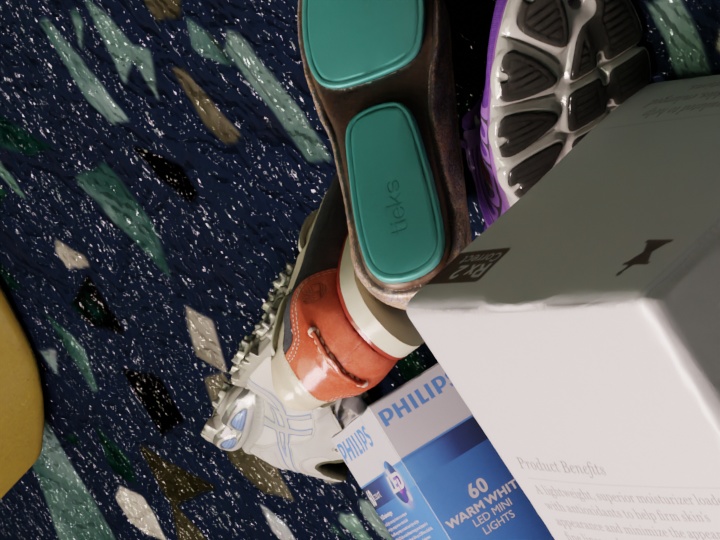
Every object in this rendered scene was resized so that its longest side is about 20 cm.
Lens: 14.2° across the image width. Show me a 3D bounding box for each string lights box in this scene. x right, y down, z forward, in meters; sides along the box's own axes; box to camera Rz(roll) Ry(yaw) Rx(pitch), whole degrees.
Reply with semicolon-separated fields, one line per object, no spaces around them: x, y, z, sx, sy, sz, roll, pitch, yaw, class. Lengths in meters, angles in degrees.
0.068;0.150;1.512;0.200;0.059;0.103;58;164;4;string lights box

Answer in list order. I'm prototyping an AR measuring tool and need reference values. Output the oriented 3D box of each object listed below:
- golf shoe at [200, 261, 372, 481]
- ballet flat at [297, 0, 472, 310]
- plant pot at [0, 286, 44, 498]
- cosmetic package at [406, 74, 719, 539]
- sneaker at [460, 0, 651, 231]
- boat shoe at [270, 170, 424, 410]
-0.023;0.059;1.593;0.097;0.078;0.200;29;158;2;golf shoe
0.014;-0.072;1.274;0.068;0.200;0.067;-11;159;17;ballet flat
-0.331;0.086;1.973;0.194;0.196;0.200;18;149;47;plant pot
0.161;0.043;1.149;0.165;0.165;0.200;-3;123;58;cosmetic package
0.071;-0.062;1.259;0.083;0.081;0.200;47;154;34;sneaker
0.000;0.000;1.336;0.071;0.200;0.063;44;113;-14;boat shoe
